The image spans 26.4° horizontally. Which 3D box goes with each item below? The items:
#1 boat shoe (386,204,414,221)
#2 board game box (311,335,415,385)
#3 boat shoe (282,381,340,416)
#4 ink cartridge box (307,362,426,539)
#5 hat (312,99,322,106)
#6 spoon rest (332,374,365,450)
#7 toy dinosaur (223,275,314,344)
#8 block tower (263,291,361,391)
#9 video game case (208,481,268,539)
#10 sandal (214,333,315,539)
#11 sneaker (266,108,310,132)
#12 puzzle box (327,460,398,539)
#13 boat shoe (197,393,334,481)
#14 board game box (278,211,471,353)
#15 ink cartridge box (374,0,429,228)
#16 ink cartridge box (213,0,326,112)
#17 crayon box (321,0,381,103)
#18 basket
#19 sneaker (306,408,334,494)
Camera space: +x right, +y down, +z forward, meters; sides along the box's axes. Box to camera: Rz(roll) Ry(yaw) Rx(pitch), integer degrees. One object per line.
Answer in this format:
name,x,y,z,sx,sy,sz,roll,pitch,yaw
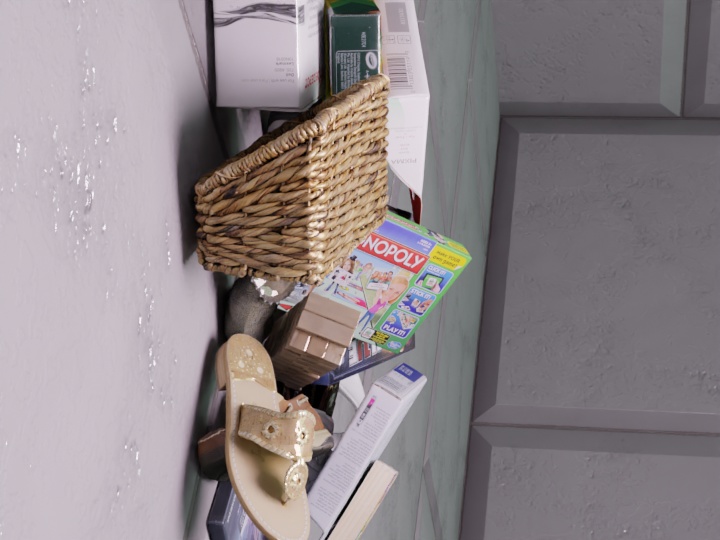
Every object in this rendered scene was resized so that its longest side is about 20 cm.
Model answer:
boat shoe,-0.020,-0.058,1.572,0.200,0.072,0.065,20,69,-37
board game box,-0.001,0.039,1.679,0.200,0.035,0.136,-18,108,-60
boat shoe,-0.049,0.088,1.696,0.070,0.070,0.201,64,29,-77
ink cartridge box,-0.007,0.196,1.587,0.200,0.043,0.196,-58,174,6
hat,-0.024,-0.185,1.781,0.201,0.081,0.201,-2,90,-88
spoon rest,-0.026,0.131,1.863,0.099,0.060,0.200,-71,161,-59
toy dinosaur,-0.100,0.030,1.439,0.200,0.077,0.102,-57,-177,30
block tower,-0.055,0.071,1.485,0.200,0.058,0.054,136,-24,-72
video game case,-0.113,0.263,1.519,0.143,0.019,0.200,-76,164,-49
sandal,-0.074,0.132,1.334,0.078,0.070,0.212,14,44,-38
sneaker,-0.062,-0.085,1.603,0.079,0.074,0.200,-68,158,-49
puzzle box,-0.004,0.265,1.637,0.133,0.025,0.200,-59,174,-4
boat shoe,-0.097,0.150,1.441,0.200,0.076,0.074,9,57,-67
board game box,0.000,0.000,1.547,0.135,0.200,0.029,-53,-140,19
ink cartridge box,0.036,-0.151,1.562,0.200,0.050,0.161,95,-8,-46
ink cartridge box,-0.083,-0.254,1.411,0.146,0.084,0.201,-58,148,-75
crayon box,-0.011,-0.209,1.523,0.200,0.051,0.127,-105,-166,-70
basket,-0.066,-0.093,1.350,0.200,0.142,0.149,-46,141,-61
sneaker,-0.068,0.208,1.604,0.200,0.078,0.100,73,24,-58
